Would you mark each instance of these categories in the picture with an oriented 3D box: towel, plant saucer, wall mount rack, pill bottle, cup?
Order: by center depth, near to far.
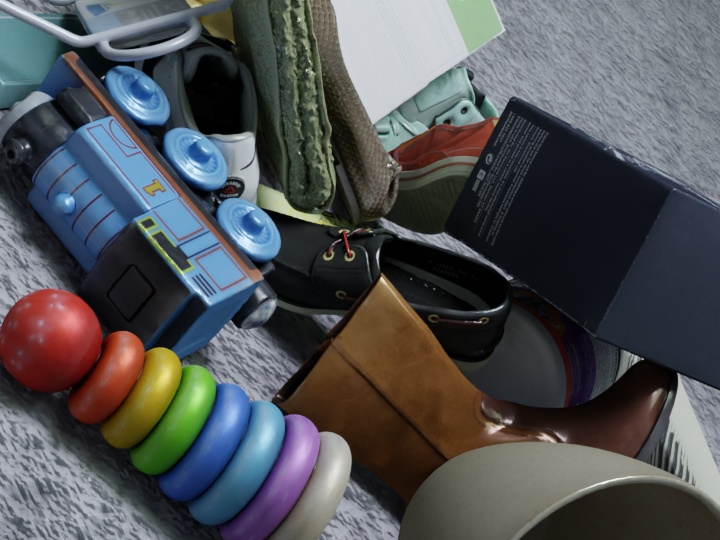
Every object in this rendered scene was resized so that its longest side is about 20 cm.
[{"bbox_3d":[0.098,0.177,1.137,0.200,0.201,0.143,29,5,-36],"label":"cup"},{"bbox_3d":[-0.175,-0.183,1.247,0.200,0.173,0.075,-128,-154,-65],"label":"wall mount rack"},{"bbox_3d":[-0.057,-0.147,1.254,0.149,0.036,0.201,-114,-169,-46],"label":"towel"},{"bbox_3d":[-0.195,-0.140,1.287,0.070,0.019,0.200,54,24,11],"label":"plant saucer"},{"bbox_3d":[0.121,0.060,1.401,0.112,0.111,0.200,52,25,9],"label":"pill bottle"}]

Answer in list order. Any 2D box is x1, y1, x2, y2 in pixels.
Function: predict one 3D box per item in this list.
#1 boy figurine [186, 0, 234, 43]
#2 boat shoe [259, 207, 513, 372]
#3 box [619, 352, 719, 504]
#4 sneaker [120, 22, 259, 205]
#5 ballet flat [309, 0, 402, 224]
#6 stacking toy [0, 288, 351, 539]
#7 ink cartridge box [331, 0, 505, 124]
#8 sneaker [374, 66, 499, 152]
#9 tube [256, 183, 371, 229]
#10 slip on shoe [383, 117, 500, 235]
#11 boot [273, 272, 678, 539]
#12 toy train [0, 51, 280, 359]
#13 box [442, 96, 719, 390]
[{"bbox_3d":[-0.087,-0.164,1.430,0.124,0.065,0.200,16,36,-14],"label":"boy figurine"},{"bbox_3d":[0.001,-0.002,1.270,0.200,0.063,0.074,21,43,1],"label":"boat shoe"},{"bbox_3d":[0.213,0.149,1.462,0.068,0.082,0.201,27,31,-36],"label":"box"},{"bbox_3d":[-0.102,-0.125,1.272,0.074,0.089,0.201,-8,50,-22],"label":"sneaker"},{"bbox_3d":[-0.014,-0.125,1.321,0.067,0.046,0.201,-123,-167,-68],"label":"ballet flat"},{"bbox_3d":[-0.106,0.078,1.061,0.200,0.085,0.086,34,27,-14],"label":"stacking toy"},{"bbox_3d":[0.009,-0.194,1.427,0.200,0.048,0.146,-39,109,-44],"label":"ink cartridge box"},{"bbox_3d":[0.017,-0.128,1.497,0.200,0.118,0.074,19,39,-44],"label":"sneaker"},{"bbox_3d":[-0.015,-0.010,1.358,0.199,0.052,0.058,21,2,-33],"label":"tube"},{"bbox_3d":[0.054,-0.070,1.418,0.074,0.200,0.061,36,69,-22],"label":"slip on shoe"},{"bbox_3d":[0.076,0.074,1.235,0.200,0.188,0.069,44,8,-11],"label":"boot"},{"bbox_3d":[-0.132,-0.039,1.165,0.200,0.087,0.114,50,33,9],"label":"toy train"},{"bbox_3d":[0.191,-0.008,1.291,0.199,0.104,0.182,22,11,-37],"label":"box"}]
